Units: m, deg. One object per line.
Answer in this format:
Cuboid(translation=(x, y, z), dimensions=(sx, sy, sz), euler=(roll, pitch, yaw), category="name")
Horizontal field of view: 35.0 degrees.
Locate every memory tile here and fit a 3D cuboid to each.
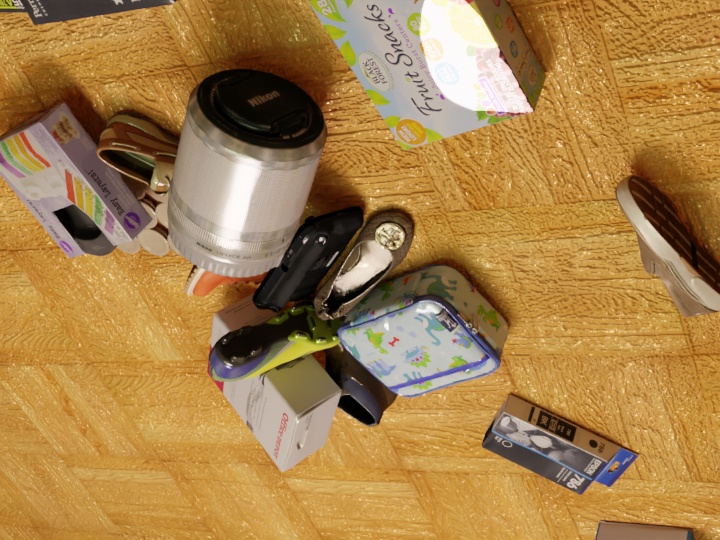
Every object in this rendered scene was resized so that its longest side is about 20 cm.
Cuboid(translation=(-0.318, -0.082, 1.565), dimensions=(0.197, 0.017, 0.154), euler=(5, 135, 24), category="memory tile")

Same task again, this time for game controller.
Cuboid(translation=(-0.067, -0.014, 1.447), dimensions=(0.042, 0.104, 0.200), euler=(52, 140, 11), category="game controller")

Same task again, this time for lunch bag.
Cuboid(translation=(0.083, 0.084, 1.483), dimensions=(0.199, 0.083, 0.161), euler=(-20, 125, 41), category="lunch bag")

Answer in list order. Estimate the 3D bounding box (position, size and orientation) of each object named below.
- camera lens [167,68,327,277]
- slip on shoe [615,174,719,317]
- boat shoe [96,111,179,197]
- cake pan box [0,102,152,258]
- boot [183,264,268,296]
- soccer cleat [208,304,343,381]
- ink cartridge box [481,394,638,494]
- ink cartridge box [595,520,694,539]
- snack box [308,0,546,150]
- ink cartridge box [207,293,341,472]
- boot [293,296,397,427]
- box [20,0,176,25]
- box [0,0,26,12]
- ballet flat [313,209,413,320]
Cuboid(translation=(-0.133, -0.114, 1.304), dimensions=(0.158, 0.161, 0.201), euler=(23, 129, 3), category="camera lens")
Cuboid(translation=(0.332, -0.021, 1.251), dimensions=(0.060, 0.077, 0.200), euler=(-28, 124, 36), category="slip on shoe")
Cuboid(translation=(-0.240, -0.124, 1.435), dimensions=(0.198, 0.074, 0.076), euler=(24, 140, 3), category="boat shoe")
Cuboid(translation=(-0.385, -0.110, 1.504), dimensions=(0.183, 0.052, 0.201), euler=(-7, 125, 49), category="cake pan box")
Cuboid(translation=(-0.163, -0.005, 1.525), dimensions=(0.107, 0.076, 0.200), euler=(33, 138, -16), category="boot")
Cuboid(translation=(-0.111, 0.097, 1.499), dimensions=(0.065, 0.198, 0.084), euler=(61, 143, 21), category="soccer cleat")
Cuboid(translation=(0.276, 0.251, 1.589), dimensions=(0.198, 0.039, 0.100), euler=(24, 139, 2), category="ink cartridge box")
Cuboid(translation=(0.425, 0.494, 1.681), dimensions=(0.143, 0.148, 0.201), euler=(-2, 133, 28), category="ink cartridge box")
Cuboid(translation=(0.070, -0.235, 1.164), dimensions=(0.167, 0.068, 0.201), euler=(-12, 126, 35), category="snack box")
Cuboid(translation=(-0.124, 0.156, 1.592), dimensions=(0.200, 0.083, 0.146), euler=(48, 146, 24), category="ink cartridge box")
Cuboid(translation=(-0.024, 0.125, 1.565), dimensions=(0.199, 0.097, 0.075), euler=(39, 138, -15), category="boot")
Cuboid(translation=(-0.282, -0.373, 1.166), dimensions=(0.198, 0.118, 0.198), euler=(0, 133, 29), category="box")
Cuboid(translation=(-0.451, -0.381, 1.270), dimensions=(0.198, 0.048, 0.194), euler=(10, 140, 38), category="box")
Cuboid(translation=(0.000, 0.000, 1.443), dimensions=(0.067, 0.047, 0.200), euler=(38, 127, -8), category="ballet flat")
